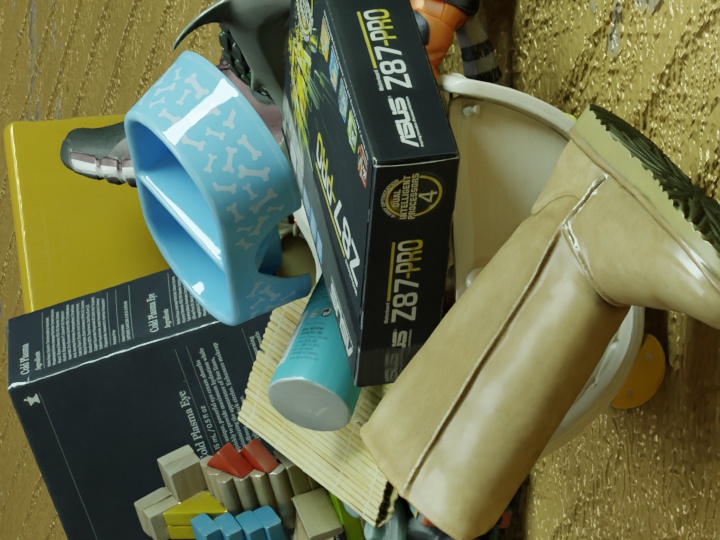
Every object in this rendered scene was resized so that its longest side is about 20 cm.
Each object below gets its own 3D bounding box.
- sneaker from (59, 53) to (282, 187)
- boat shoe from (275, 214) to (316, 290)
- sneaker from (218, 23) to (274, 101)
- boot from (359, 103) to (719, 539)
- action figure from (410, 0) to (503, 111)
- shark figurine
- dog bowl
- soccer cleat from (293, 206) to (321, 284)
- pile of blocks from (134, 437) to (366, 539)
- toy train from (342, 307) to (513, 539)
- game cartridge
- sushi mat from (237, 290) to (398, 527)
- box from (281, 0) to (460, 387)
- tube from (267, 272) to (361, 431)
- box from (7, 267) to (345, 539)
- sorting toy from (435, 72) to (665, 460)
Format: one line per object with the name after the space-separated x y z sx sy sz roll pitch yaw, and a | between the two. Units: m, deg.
-0.100 -0.110 1.923 0.076 0.200 0.116 -18 -68 -67 | sneaker
-0.042 -0.070 1.962 0.063 0.073 0.201 -135 50 -72 | boat shoe
-0.023 -0.181 1.745 0.085 0.078 0.200 -53 -13 -51 | sneaker
0.098 0.045 1.368 0.200 0.066 0.175 -56 34 14 | boot
0.047 -0.168 1.653 0.200 0.105 0.194 -61 -22 -74 | action figure
-0.063 -0.128 1.681 0.128 0.089 0.215 49 159 26 | shark figurine
-0.083 -0.040 1.675 0.111 0.050 0.200 47 162 24 | dog bowl
-0.001 -0.009 1.849 0.078 0.069 0.200 15 117 39 | soccer cleat
-0.053 0.140 1.853 0.082 0.200 0.062 -75 -25 -54 | pile of blocks
0.034 0.096 1.748 0.200 0.085 0.114 -120 39 -54 | toy train
-0.143 -0.024 2.081 0.032 0.200 0.176 150 114 -70 | game cartridge
-0.016 0.075 1.756 0.200 0.012 0.096 33 105 60 | sushi mat
0.003 -0.068 1.503 0.161 0.049 0.200 93 166 -47 | box
0.000 0.000 1.735 0.077 0.050 0.200 -28 33 49 | tube
-0.117 0.108 1.955 0.104 0.182 0.200 -106 -1 -64 | box
0.082 -0.011 1.533 0.180 0.107 0.200 -137 44 -76 | sorting toy
